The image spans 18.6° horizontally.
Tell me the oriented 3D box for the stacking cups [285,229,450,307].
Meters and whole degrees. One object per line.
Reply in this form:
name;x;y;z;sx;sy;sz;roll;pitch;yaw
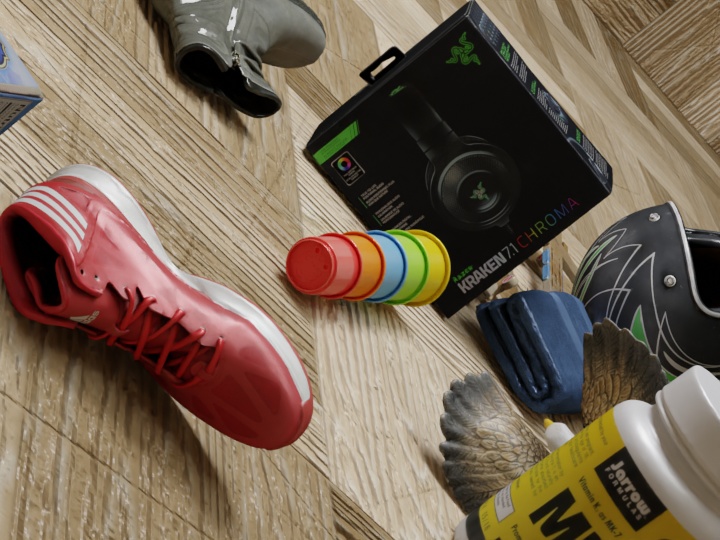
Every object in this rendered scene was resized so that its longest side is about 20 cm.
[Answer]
stacking cups;0.000;0.000;1.598;0.061;0.060;0.200;56;21;14

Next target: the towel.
towel;0.164;0.072;1.884;0.112;0.048;0.200;66;17;11

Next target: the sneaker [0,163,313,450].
sneaker;-0.120;0.035;1.169;0.200;0.078;0.116;41;24;5

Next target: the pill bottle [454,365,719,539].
pill bottle;0.170;0.158;1.442;0.114;0.200;0.114;46;16;-18

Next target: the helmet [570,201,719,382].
helmet;0.285;0.042;2.025;0.190;0.200;0.200;18;26;-14

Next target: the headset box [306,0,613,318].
headset box;0.078;-0.098;1.788;0.200;0.174;0.093;51;14;-8

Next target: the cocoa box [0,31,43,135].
cocoa box;-0.262;-0.117;0.956;0.200;0.133;0.131;55;15;9

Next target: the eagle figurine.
eagle figurine;0.157;0.145;1.556;0.151;0.152;0.200;19;-25;35

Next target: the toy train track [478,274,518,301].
toy train track;0.115;-0.018;1.957;0.115;0.032;0.200;57;11;-12

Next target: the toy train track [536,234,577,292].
toy train track;0.175;-0.003;2.117;0.115;0.032;0.200;54;18;-19

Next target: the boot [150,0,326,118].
boot;-0.089;-0.165;1.698;0.200;0.068;0.131;22;38;-47
